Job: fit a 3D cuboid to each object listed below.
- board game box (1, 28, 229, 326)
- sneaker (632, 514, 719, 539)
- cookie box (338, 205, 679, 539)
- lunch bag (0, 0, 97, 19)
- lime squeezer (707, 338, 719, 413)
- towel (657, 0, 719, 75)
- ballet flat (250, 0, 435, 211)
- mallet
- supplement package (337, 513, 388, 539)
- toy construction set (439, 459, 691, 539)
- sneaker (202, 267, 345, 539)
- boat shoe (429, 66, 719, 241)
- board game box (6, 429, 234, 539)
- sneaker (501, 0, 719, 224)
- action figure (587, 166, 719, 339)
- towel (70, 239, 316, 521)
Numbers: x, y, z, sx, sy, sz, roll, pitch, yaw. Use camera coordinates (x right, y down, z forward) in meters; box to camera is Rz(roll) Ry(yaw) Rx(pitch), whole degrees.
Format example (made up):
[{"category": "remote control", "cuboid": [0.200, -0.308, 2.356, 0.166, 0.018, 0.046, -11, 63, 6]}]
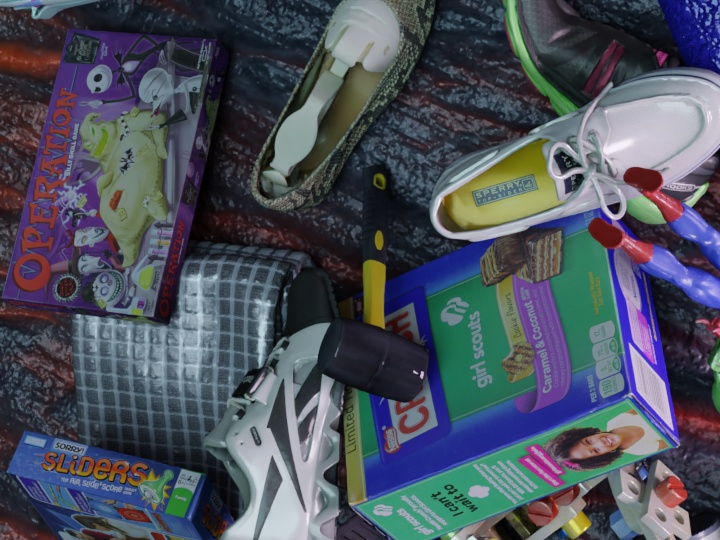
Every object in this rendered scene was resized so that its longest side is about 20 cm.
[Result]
[{"category": "board game box", "cuboid": [-0.167, -0.066, 1.520, 0.120, 0.032, 0.200, 5, 75, 26]}, {"category": "sneaker", "cuboid": [0.164, 0.234, 1.473, 0.200, 0.070, 0.082, -26, 94, 26]}, {"category": "cookie box", "cuboid": [0.089, 0.065, 1.419, 0.200, 0.075, 0.171, -25, 46, 22]}, {"category": "lunch bag", "cuboid": [-0.189, -0.257, 1.516, 0.200, 0.077, 0.160, -5, 98, 21]}, {"category": "lime squeezer", "cuboid": [0.257, 0.054, 1.425, 0.071, 0.038, 0.200, -9, 95, 21]}, {"category": "towel", "cuboid": [0.285, -0.123, 1.373, 0.148, 0.050, 0.200, -26, 88, 16]}, {"category": "ballet flat", "cuboid": [-0.014, -0.122, 1.475, 0.068, 0.075, 0.200, 35, 108, 13]}, {"category": "mallet", "cuboid": [0.000, 0.000, 1.434, 0.066, 0.200, 0.041, 15, 132, -22]}, {"category": "supplement package", "cuboid": [-0.015, 0.255, 1.470, 0.110, 0.200, 0.114, 36, 108, 11]}, {"category": "toy construction set", "cuboid": [0.125, 0.158, 1.437, 0.200, 0.131, 0.092, -25, 92, 29]}, {"category": "sneaker", "cuboid": [-0.055, 0.090, 1.430, 0.088, 0.074, 0.200, 5, 69, -7]}, {"category": "boat shoe", "cuboid": [0.132, -0.066, 1.355, 0.202, 0.086, 0.075, -17, 101, 17]}, {"category": "board game box", "cuboid": [-0.147, 0.181, 1.520, 0.135, 0.200, 0.034, 12, 64, 18]}, {"category": "sneaker", "cuboid": [0.160, -0.126, 1.418, 0.084, 0.077, 0.200, -35, 96, 16]}, {"category": "action figure", "cuboid": [0.227, 0.008, 1.361, 0.065, 0.200, 0.052, -59, 35, 0]}, {"category": "towel", "cuboid": [-0.116, 0.081, 1.541, 0.166, 0.086, 0.200, 4, 100, 20]}]
